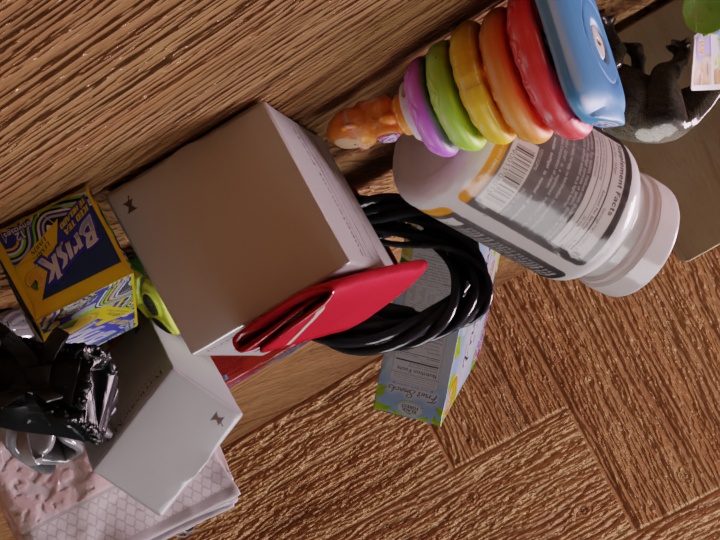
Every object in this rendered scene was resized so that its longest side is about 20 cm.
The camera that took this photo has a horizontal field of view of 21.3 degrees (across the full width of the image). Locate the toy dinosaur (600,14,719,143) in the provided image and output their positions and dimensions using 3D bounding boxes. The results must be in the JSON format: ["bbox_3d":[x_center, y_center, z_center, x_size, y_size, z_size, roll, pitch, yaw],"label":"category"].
[{"bbox_3d":[0.213,-0.138,1.501,0.199,0.103,0.077,12,160,-26],"label":"toy dinosaur"}]

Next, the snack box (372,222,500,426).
[{"bbox_3d":[0.075,0.006,1.629,0.067,0.201,0.169,13,-157,11],"label":"snack box"}]

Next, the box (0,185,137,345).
[{"bbox_3d":[-0.188,0.008,1.237,0.070,0.064,0.200,-27,174,-10],"label":"box"}]

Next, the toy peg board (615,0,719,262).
[{"bbox_3d":[0.307,-0.148,1.627,0.199,0.200,0.098,-30,-169,7],"label":"toy peg board"}]

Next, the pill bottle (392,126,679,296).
[{"bbox_3d":[0.131,-0.062,1.398,0.200,0.117,0.116,27,138,-30],"label":"pill bottle"}]

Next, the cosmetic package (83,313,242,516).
[{"bbox_3d":[-0.167,0.099,1.497,0.102,0.071,0.200,-52,-158,3],"label":"cosmetic package"}]

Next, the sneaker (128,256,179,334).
[{"bbox_3d":[-0.132,0.003,1.478,0.084,0.074,0.200,-55,166,7],"label":"sneaker"}]

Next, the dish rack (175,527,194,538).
[{"bbox_3d":[-0.226,0.167,1.718,0.055,0.200,0.153,-39,173,-1],"label":"dish rack"}]

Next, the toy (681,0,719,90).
[{"bbox_3d":[0.303,-0.197,1.461,0.047,0.116,0.200,4,-172,32],"label":"toy"}]

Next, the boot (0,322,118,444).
[{"bbox_3d":[-0.234,0.075,1.207,0.162,0.074,0.198,7,167,1],"label":"boot"}]

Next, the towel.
[{"bbox_3d":[-0.220,0.150,1.616,0.200,0.191,0.032,-25,177,-29],"label":"towel"}]

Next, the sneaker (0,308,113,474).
[{"bbox_3d":[-0.226,0.086,1.437,0.075,0.115,0.200,-31,173,20],"label":"sneaker"}]

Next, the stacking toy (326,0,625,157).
[{"bbox_3d":[0.067,-0.118,1.270,0.199,0.110,0.116,-18,174,20],"label":"stacking toy"}]

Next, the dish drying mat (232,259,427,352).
[{"bbox_3d":[-0.014,0.023,1.227,0.077,0.018,0.200,-35,172,17],"label":"dish drying mat"}]

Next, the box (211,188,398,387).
[{"bbox_3d":[-0.071,0.019,1.630,0.200,0.100,0.095,-31,176,12],"label":"box"}]

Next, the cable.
[{"bbox_3d":[0.000,0.000,1.424,0.163,0.199,0.051,-58,158,-49],"label":"cable"}]

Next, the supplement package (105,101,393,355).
[{"bbox_3d":[-0.066,-0.021,1.272,0.121,0.120,0.200,-30,173,7],"label":"supplement package"}]
